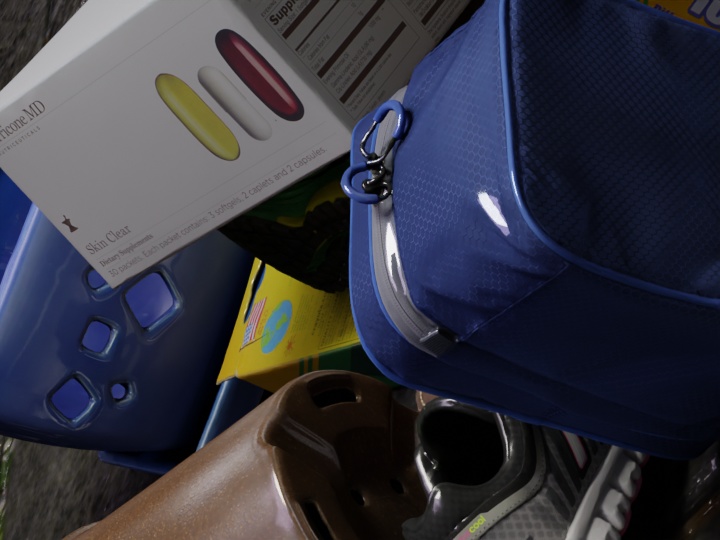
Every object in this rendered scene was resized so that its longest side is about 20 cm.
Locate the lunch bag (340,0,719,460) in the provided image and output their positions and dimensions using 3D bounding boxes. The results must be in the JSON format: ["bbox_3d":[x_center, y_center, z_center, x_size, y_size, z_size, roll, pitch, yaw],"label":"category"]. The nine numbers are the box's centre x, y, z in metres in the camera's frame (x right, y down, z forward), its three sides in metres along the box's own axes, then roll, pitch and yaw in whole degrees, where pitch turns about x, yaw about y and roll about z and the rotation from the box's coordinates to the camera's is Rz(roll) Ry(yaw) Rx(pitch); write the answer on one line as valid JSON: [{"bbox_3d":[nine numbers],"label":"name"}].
[{"bbox_3d":[0.085,-0.013,0.951,0.132,0.200,0.136,-44,36,47],"label":"lunch bag"}]

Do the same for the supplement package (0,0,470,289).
[{"bbox_3d":[-0.063,-0.107,1.194,0.200,0.111,0.156,-29,19,45],"label":"supplement package"}]

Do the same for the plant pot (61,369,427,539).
[{"bbox_3d":[-0.041,0.159,1.095,0.198,0.200,0.200,-42,31,29],"label":"plant pot"}]

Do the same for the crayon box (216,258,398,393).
[{"bbox_3d":[0.000,0.000,1.319,0.200,0.051,0.127,-17,53,61],"label":"crayon box"}]

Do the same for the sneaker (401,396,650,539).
[{"bbox_3d":[0.070,0.062,1.023,0.074,0.087,0.200,-49,12,44],"label":"sneaker"}]

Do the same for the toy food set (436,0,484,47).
[{"bbox_3d":[0.081,-0.173,1.316,0.198,0.049,0.200,-67,22,-3],"label":"toy food set"}]

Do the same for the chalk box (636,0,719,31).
[{"bbox_3d":[0.182,-0.201,1.026,0.200,0.124,0.125,-52,25,27],"label":"chalk box"}]

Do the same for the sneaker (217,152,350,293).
[{"bbox_3d":[-0.006,-0.042,1.233,0.200,0.078,0.085,-7,54,54],"label":"sneaker"}]

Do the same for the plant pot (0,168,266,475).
[{"bbox_3d":[-0.148,0.018,1.462,0.200,0.180,0.200,-1,67,65],"label":"plant pot"}]

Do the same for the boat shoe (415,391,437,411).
[{"bbox_3d":[0.072,-0.014,1.142,0.202,0.075,0.075,-58,24,19],"label":"boat shoe"}]
